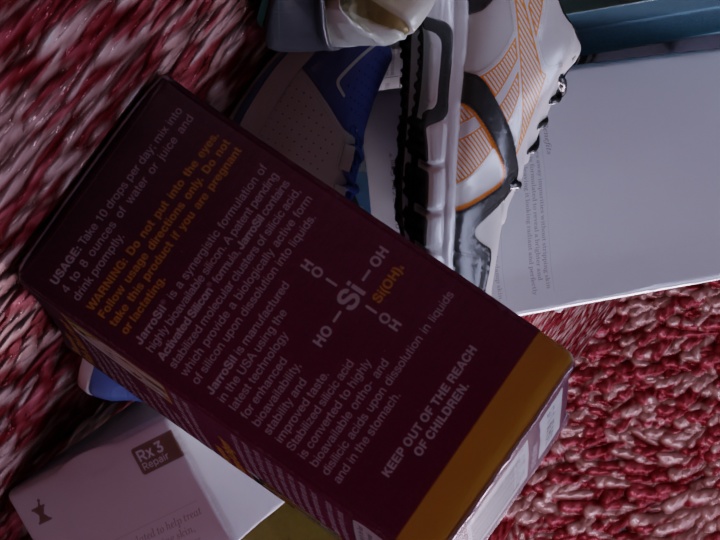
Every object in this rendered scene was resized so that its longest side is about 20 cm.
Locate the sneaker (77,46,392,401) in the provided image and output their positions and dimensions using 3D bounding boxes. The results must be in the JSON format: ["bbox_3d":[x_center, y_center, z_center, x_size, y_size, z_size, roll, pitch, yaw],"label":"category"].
[{"bbox_3d":[-0.026,-0.003,1.209,0.200,0.115,0.081,-58,172,-10],"label":"sneaker"}]

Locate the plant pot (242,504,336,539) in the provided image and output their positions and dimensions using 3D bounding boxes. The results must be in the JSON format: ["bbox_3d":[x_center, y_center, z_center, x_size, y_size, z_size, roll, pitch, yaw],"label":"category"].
[{"bbox_3d":[-0.028,0.132,1.552,0.201,0.199,0.135,115,-19,-47],"label":"plant pot"}]

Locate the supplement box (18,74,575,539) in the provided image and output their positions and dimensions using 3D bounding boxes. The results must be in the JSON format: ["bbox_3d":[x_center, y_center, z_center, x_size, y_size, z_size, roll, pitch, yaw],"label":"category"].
[{"bbox_3d":[-0.022,0.031,1.091,0.103,0.200,0.131,-54,171,-8],"label":"supplement box"}]

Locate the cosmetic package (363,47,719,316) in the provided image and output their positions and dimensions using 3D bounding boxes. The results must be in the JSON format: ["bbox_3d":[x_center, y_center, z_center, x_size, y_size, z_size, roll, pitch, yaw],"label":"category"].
[{"bbox_3d":[0.105,-0.042,1.283,0.199,0.114,0.081,-7,-176,-36],"label":"cosmetic package"}]

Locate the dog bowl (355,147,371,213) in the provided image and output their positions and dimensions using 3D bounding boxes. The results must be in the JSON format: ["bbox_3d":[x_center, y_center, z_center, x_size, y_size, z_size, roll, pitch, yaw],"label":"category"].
[{"bbox_3d":[-0.004,-0.023,1.462,0.112,0.049,0.200,-54,171,-9],"label":"dog bowl"}]

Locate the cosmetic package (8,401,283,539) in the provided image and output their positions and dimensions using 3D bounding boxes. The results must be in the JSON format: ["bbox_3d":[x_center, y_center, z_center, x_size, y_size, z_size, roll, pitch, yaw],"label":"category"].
[{"bbox_3d":[-0.073,0.086,1.317,0.101,0.074,0.200,-27,-175,28],"label":"cosmetic package"}]

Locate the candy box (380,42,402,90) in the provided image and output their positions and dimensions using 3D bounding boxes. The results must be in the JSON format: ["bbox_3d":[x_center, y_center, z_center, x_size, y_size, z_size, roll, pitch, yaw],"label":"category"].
[{"bbox_3d":[0.045,-0.120,1.269,0.200,0.102,0.027,93,-12,-73],"label":"candy box"}]

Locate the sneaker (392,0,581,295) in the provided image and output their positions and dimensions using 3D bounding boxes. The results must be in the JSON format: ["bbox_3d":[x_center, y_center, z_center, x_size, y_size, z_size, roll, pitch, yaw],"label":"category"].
[{"bbox_3d":[0.056,-0.069,1.155,0.074,0.080,0.201,-127,-142,-71],"label":"sneaker"}]

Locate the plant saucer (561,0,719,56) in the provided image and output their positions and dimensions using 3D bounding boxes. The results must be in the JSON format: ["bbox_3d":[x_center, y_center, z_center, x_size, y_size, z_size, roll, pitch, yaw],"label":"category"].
[{"bbox_3d":[0.118,-0.118,1.249,0.199,0.019,0.070,-11,167,-10],"label":"plant saucer"}]

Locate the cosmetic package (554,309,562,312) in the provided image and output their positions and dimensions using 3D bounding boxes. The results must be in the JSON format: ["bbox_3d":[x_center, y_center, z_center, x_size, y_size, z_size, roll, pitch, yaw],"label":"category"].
[{"bbox_3d":[0.148,-0.116,1.693,0.200,0.123,0.200,-49,169,-27],"label":"cosmetic package"}]

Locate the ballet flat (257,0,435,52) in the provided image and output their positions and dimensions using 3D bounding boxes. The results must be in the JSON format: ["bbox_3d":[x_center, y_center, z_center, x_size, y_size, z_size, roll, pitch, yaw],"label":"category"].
[{"bbox_3d":[-0.002,-0.124,1.069,0.073,0.073,0.200,-52,170,-18],"label":"ballet flat"}]

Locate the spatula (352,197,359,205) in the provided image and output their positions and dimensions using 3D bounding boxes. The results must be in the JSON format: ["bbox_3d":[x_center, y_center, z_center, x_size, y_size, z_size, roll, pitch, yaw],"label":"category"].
[{"bbox_3d":[0.000,0.000,1.352,0.057,0.020,0.201,-77,155,-50],"label":"spatula"}]

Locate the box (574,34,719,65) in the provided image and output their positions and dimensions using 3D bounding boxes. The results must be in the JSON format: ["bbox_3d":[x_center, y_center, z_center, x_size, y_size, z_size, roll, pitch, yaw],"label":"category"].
[{"bbox_3d":[0.173,-0.149,1.478,0.200,0.123,0.199,110,-9,-57],"label":"box"}]
